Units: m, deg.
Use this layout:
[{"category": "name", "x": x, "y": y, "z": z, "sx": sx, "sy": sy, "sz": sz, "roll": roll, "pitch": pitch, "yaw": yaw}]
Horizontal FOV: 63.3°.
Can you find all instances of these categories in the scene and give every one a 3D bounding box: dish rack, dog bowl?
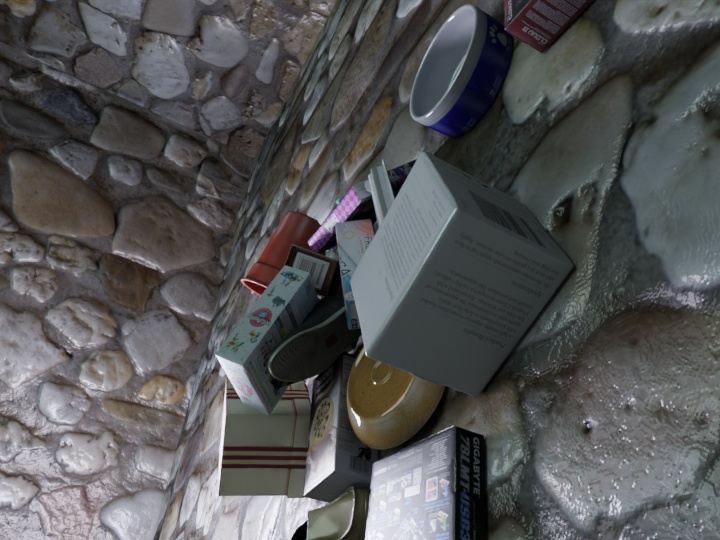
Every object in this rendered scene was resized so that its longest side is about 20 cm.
[{"category": "dish rack", "x": 0.045, "y": -0.055, "z": 0.927, "sx": 0.174, "sy": 0.042, "sz": 0.203, "roll": 75, "pitch": -177, "yaw": -48}, {"category": "dog bowl", "x": 0.167, "y": -0.335, "z": 0.993, "sx": 0.201, "sy": 0.077, "sz": 0.203, "roll": -52, "pitch": 26, "yaw": 40}]

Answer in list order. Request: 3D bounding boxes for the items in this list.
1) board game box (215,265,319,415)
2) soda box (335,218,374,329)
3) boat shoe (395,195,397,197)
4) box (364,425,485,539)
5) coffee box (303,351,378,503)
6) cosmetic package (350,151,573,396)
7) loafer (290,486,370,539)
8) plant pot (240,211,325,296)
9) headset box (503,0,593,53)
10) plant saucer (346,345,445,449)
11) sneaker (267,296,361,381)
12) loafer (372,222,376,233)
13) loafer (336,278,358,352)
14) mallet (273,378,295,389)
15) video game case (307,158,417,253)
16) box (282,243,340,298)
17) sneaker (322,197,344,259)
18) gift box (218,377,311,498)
[{"category": "board game box", "x": -0.144, "y": 0.117, "z": 0.998, "sx": 0.202, "sy": 0.063, "sz": 0.150, "roll": -57, "pitch": -32, "yaw": -34}, {"category": "soda box", "x": 0.000, "y": 0.000, "z": 0.957, "sx": 0.202, "sy": 0.066, "sz": 0.065, "roll": -100, "pitch": 3, "yaw": -50}, {"category": "boat shoe", "x": 0.097, "y": -0.096, "z": 0.974, "sx": 0.065, "sy": 0.073, "sz": 0.201, "roll": -32, "pitch": 14, "yaw": 8}, {"category": "box", "x": 0.068, "y": 0.308, "z": 0.678, "sx": 0.200, "sy": 0.049, "sz": 0.203, "roll": -45, "pitch": 32, "yaw": 49}, {"category": "coffee box", "x": -0.028, "y": 0.251, "z": 0.938, "sx": 0.113, "sy": 0.078, "sz": 0.204, "roll": -50, "pitch": 28, "yaw": 41}, {"category": "cosmetic package", "x": 0.107, "y": 0.005, "z": 0.699, "sx": 0.202, "sy": 0.162, "sz": 0.166, "roll": -58, "pitch": 22, "yaw": 23}, {"category": "loafer", "x": -0.046, "y": 0.387, "z": 0.872, "sx": 0.202, "sy": 0.066, "sz": 0.077, "roll": -57, "pitch": 24, "yaw": 32}, {"category": "plant pot", "x": -0.154, "y": -0.019, "z": 1.394, "sx": 0.199, "sy": 0.198, "sz": 0.200, "roll": -65, "pitch": 19, "yaw": -13}, {"category": "headset box", "x": 0.273, "y": -0.416, "z": 0.797, "sx": 0.200, "sy": 0.073, "sz": 0.152, "roll": -43, "pitch": 33, "yaw": 51}, {"category": "plant saucer", "x": 0.041, "y": 0.150, "z": 0.839, "sx": 0.199, "sy": 0.035, "sz": 0.203, "roll": -36, "pitch": 35, "yaw": 30}, {"category": "sneaker", "x": -0.080, "y": 0.111, "z": 0.969, "sx": 0.197, "sy": 0.076, "sz": 0.105, "roll": -30, "pitch": 19, "yaw": -27}, {"category": "loafer", "x": 0.015, "y": -0.060, "z": 1.135, "sx": 0.199, "sy": 0.071, "sz": 0.075, "roll": -25, "pitch": 48, "yaw": 64}, {"category": "loafer", "x": -0.010, "y": 0.071, "z": 1.084, "sx": 0.067, "sy": 0.076, "sz": 0.204, "roll": 4, "pitch": 60, "yaw": 31}, {"category": "mallet", "x": -0.090, "y": 0.192, "z": 1.045, "sx": 0.041, "sy": 0.198, "sz": 0.067, "roll": 29, "pitch": 113, "yaw": 28}, {"category": "video game case", "x": 0.011, "y": -0.118, "z": 1.098, "sx": 0.179, "sy": 0.036, "sz": 0.200, "roll": -30, "pitch": -9, "yaw": -38}, {"category": "box", "x": -0.078, "y": 0.016, "z": 1.145, "sx": 0.200, "sy": 0.098, "sz": 0.077, "roll": 57, "pitch": -128, "yaw": -77}, {"category": "sneaker", "x": -0.057, "y": -0.072, "z": 1.313, "sx": 0.204, "sy": 0.085, "sz": 0.078, "roll": -66, "pitch": 20, "yaw": 11}, {"category": "gift box", "x": -0.167, "y": 0.299, "z": 1.097, "sx": 0.185, "sy": 0.181, "sz": 0.206, "roll": -125, "pitch": 43, "yaw": -68}]
